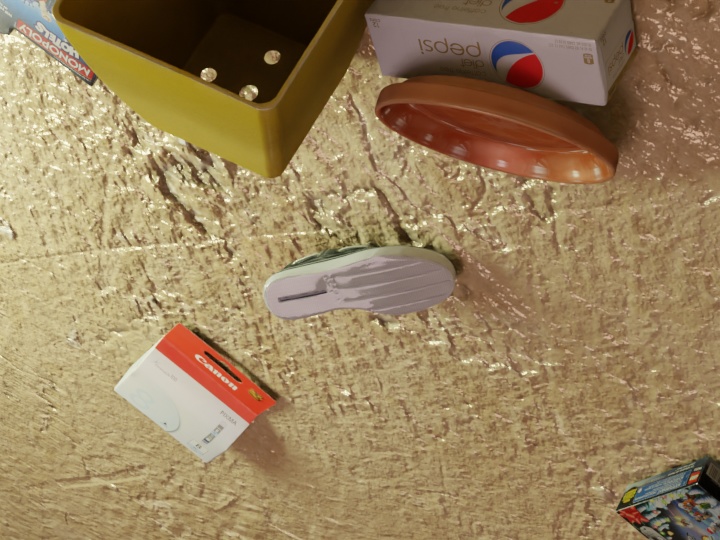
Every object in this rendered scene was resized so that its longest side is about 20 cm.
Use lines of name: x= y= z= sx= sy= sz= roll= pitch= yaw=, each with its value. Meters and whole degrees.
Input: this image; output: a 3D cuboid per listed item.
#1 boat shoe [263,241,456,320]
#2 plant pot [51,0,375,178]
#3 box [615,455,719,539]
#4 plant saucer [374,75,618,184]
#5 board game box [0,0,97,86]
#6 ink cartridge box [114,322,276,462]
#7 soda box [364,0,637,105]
boat shoe: x=0.000 y=0.000 z=1.446 sx=0.198 sy=0.071 sz=0.073 roll=-4 pitch=121 yaw=17
plant pot: x=-0.102 y=-0.193 z=1.192 sx=0.199 sy=0.201 sz=0.177 roll=24 pitch=156 yaw=15
box: x=0.378 y=0.280 z=1.490 sx=0.200 sy=0.040 sz=0.137 roll=40 pitch=147 yaw=-8
plant saucer: x=0.110 y=-0.115 z=1.166 sx=0.199 sy=0.033 sz=0.200 roll=17 pitch=174 yaw=2
board game box: x=-0.307 y=-0.276 z=1.371 sx=0.200 sy=0.062 sz=0.200 roll=37 pitch=148 yaw=-4
ink cartridge box: x=-0.211 y=0.159 z=1.843 sx=0.160 sy=0.047 sz=0.200 roll=40 pitch=148 yaw=-8
soda box: x=0.108 y=-0.182 z=1.121 sx=0.199 sy=0.068 sz=0.064 roll=12 pitch=141 yaw=31
